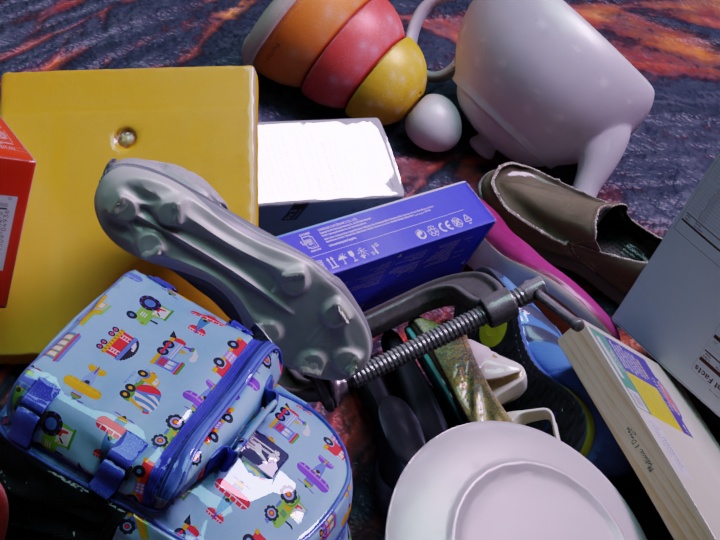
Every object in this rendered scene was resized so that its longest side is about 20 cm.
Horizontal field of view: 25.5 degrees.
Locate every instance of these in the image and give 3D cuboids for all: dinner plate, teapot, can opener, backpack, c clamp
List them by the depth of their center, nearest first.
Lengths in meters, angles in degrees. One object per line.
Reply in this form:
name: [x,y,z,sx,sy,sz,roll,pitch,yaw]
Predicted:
backpack: [-0.094,0.118,0.913,0.199,0.135,0.183,30,37,12]
dinner plate: [0.105,0.179,0.950,0.199,0.024,0.201,15,55,-22]
c clamp: [0.030,0.043,1.053,0.199,0.027,0.171,-24,19,-3]
can opener: [0.031,0.099,1.061,0.063,0.079,0.200,2,28,-10]
teapot: [0.148,-0.162,1.406,0.197,0.146,0.200,39,10,-21]

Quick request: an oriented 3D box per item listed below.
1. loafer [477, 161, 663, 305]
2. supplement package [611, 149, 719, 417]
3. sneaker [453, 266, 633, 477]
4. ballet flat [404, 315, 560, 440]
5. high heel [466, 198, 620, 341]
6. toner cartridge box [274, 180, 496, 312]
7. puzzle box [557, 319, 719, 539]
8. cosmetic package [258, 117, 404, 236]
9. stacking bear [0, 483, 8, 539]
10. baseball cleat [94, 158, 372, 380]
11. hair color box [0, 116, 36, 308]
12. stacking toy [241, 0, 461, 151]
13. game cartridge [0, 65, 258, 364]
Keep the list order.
loafer: [0.187,-0.038,1.297,0.199,0.070,0.075,31,51,16]
supplement package: [0.331,0.001,1.171,0.191,0.201,0.147,4,33,-49]
sneaker: [0.133,0.076,1.145,0.078,0.066,0.200,15,29,-37]
ballet flat: [0.093,0.098,1.076,0.070,0.071,0.200,-1,43,-26]
high heel: [0.132,-0.004,1.240,0.200,0.068,0.096,35,40,21]
toner cartridge box: [0.000,0.000,1.143,0.199,0.095,0.043,-18,63,-41]
puzzle box: [0.215,0.130,1.063,0.133,0.025,0.201,28,27,-45]
cosmetic package: [-0.079,-0.057,1.172,0.199,0.102,0.074,-8,69,-30]
stacking bear: [-0.297,0.107,0.861,0.199,0.122,0.114,29,38,28]
baseball cleat: [-0.074,-0.011,0.998,0.200,0.070,0.107,38,15,-17]
hair color box: [-0.274,-0.060,1.049,0.061,0.102,0.200,7,18,-28]
stacking toy: [0.008,-0.175,1.398,0.200,0.146,0.146,43,37,1]
game cartridge: [-0.155,-0.038,1.060,0.175,0.032,0.201,-1,73,1]
